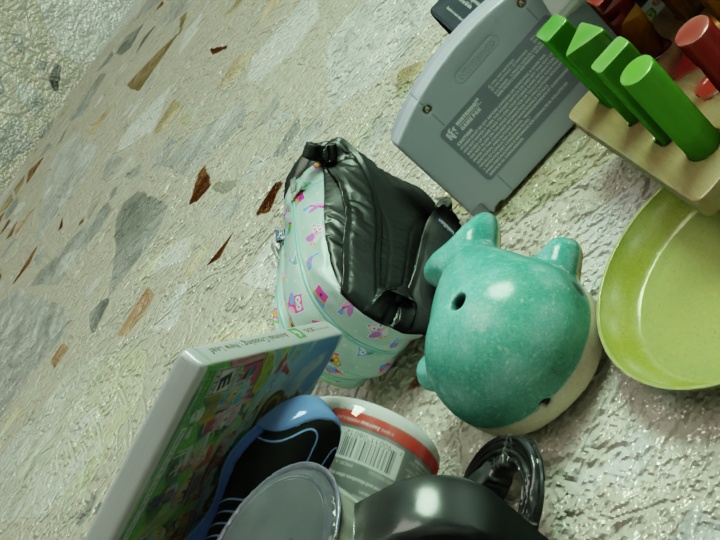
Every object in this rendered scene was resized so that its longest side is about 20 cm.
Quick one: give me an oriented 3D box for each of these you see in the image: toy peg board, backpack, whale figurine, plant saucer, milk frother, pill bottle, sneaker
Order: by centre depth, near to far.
[{"bbox_3d":[0.024,0.167,0.686,0.181,0.188,0.200,-45,28,11],"label":"milk frother"},{"bbox_3d":[-0.068,0.176,0.717,0.201,0.070,0.078,-54,42,-3],"label":"sneaker"},{"bbox_3d":[0.242,-0.004,0.728,0.200,0.031,0.201,-37,30,26],"label":"plant saucer"},{"bbox_3d":[0.232,-0.173,0.784,0.199,0.098,0.200,-48,28,8],"label":"toy peg board"},{"bbox_3d":[-0.025,0.201,0.798,0.115,0.116,0.201,-16,44,49],"label":"pill bottle"},{"bbox_3d":[0.091,0.025,0.832,0.159,0.104,0.201,-43,37,17],"label":"whale figurine"},{"bbox_3d":[0.000,0.000,0.985,0.127,0.166,0.201,-51,26,37],"label":"backpack"}]

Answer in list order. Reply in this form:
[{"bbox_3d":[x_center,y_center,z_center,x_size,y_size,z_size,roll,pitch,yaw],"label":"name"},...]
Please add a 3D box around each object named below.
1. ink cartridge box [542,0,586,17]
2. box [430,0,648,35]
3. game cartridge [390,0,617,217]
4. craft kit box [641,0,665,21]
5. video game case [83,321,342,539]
[{"bbox_3d":[0.229,-0.300,0.861,0.199,0.084,0.176,-34,-1,-10],"label":"ink cartridge box"},{"bbox_3d":[0.181,-0.264,1.052,0.200,0.104,0.148,-45,28,11],"label":"box"},{"bbox_3d":[0.125,-0.157,0.980,0.200,0.133,0.041,-47,27,7],"label":"game cartridge"},{"bbox_3d":[0.317,-0.216,0.855,0.198,0.048,0.200,-49,27,13],"label":"craft kit box"},{"bbox_3d":[-0.101,0.128,0.738,0.201,0.022,0.182,-62,-20,15],"label":"video game case"}]
